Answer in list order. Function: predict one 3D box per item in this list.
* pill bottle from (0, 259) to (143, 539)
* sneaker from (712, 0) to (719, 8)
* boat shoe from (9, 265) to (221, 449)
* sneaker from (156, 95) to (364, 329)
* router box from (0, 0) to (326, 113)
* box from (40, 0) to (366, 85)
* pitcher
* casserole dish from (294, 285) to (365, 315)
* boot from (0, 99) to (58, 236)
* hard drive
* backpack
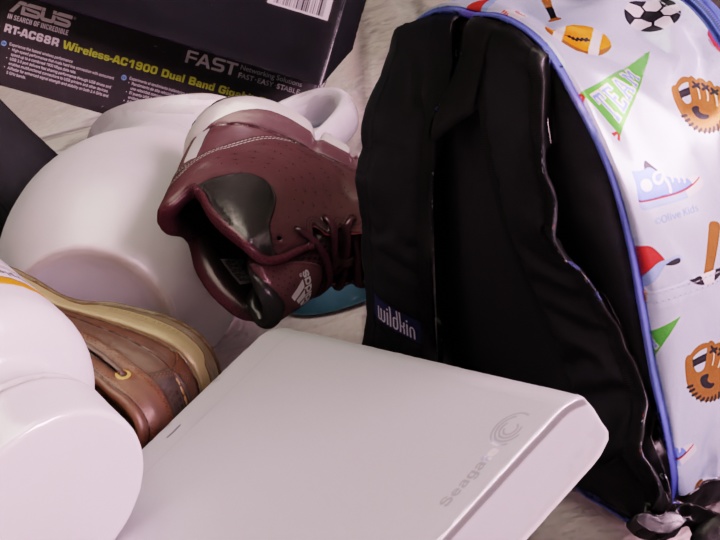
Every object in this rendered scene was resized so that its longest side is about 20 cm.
[{"bbox_3d":[-0.175,0.039,0.684,0.111,0.111,0.200,-29,46,-30],"label":"pill bottle"},{"bbox_3d":[0.216,-0.104,0.877,0.082,0.077,0.200,-37,28,-30],"label":"sneaker"},{"bbox_3d":[-0.164,0.041,0.786,0.200,0.072,0.068,11,22,18],"label":"boat shoe"},{"bbox_3d":[0.000,0.000,0.781,0.200,0.076,0.116,20,36,5],"label":"sneaker"},{"bbox_3d":[-0.125,-0.134,1.092,0.200,0.062,0.150,15,15,-8],"label":"router box"},{"bbox_3d":[-0.098,-0.180,1.018,0.200,0.079,0.141,17,19,2],"label":"box"},{"bbox_3d":[-0.089,-0.029,0.894,0.171,0.121,0.200,-21,22,18],"label":"pitcher"},{"bbox_3d":[0.022,-0.034,0.962,0.200,0.039,0.121,-23,21,-16],"label":"casserole dish"},{"bbox_3d":[-0.209,-0.065,1.035,0.073,0.154,0.204,-36,23,2],"label":"boot"},{"bbox_3d":[-0.019,0.081,0.636,0.132,0.026,0.200,-44,26,-21],"label":"hard drive"},{"bbox_3d":[0.094,-0.020,0.655,0.154,0.191,0.200,-29,25,-23],"label":"backpack"}]
